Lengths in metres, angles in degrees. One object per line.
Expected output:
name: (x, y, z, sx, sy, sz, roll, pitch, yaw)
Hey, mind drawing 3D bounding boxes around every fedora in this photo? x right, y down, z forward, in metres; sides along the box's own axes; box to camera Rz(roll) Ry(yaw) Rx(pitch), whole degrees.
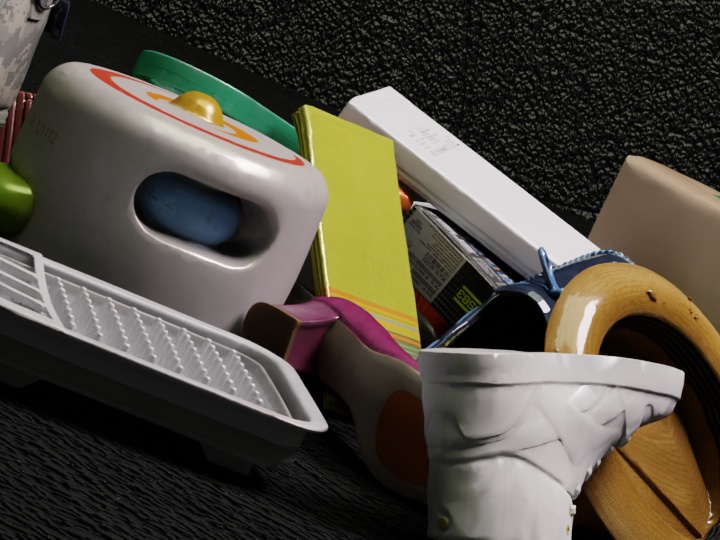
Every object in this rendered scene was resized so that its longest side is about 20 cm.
fedora: (0.152, 0.098, 1.578, 0.200, 0.202, 0.082, 17, -29, -41)

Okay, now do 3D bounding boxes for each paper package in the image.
paper package: (0.232, 0.043, 1.936, 0.103, 0.192, 0.200, 18, 10, -31)

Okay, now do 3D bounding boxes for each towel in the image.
towel: (0.000, 0.000, 1.671, 0.018, 0.201, 0.086, -26, -32, 34)

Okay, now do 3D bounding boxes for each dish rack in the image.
dish rack: (-0.121, 0.044, 1.394, 0.199, 0.044, 0.172, 22, 7, -14)

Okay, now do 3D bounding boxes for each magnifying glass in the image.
magnifying glass: (-0.053, -0.085, 1.720, 0.199, 0.023, 0.080, 30, -8, -22)

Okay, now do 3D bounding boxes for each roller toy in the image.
roller toy: (-0.116, -0.037, 1.602, 0.182, 0.140, 0.200, 27, 7, 21)

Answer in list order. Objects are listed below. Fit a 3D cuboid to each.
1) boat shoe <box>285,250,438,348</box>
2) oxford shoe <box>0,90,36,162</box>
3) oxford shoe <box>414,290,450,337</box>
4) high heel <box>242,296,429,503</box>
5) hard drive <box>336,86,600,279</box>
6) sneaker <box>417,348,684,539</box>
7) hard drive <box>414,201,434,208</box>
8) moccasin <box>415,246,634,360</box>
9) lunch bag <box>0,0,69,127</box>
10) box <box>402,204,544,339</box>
boat shoe: (0.000, 0.007, 1.788, 0.200, 0.068, 0.075, 35, 17, -49)
oxford shoe: (-0.200, -0.074, 1.859, 0.199, 0.071, 0.075, 10, -10, 3)
oxford shoe: (0.037, 0.022, 1.925, 0.199, 0.071, 0.073, 32, 0, -10)
high heel: (0.026, 0.073, 1.525, 0.199, 0.068, 0.096, 28, 14, 40)
hard drive: (0.079, -0.047, 1.801, 0.200, 0.026, 0.132, 39, 13, 5)
sneaker: (0.097, 0.099, 1.428, 0.073, 0.116, 0.199, -1, -2, 41)
hard drive: (0.029, -0.017, 1.991, 0.199, 0.026, 0.132, 8, -20, 28)
moccasin: (0.103, 0.042, 1.633, 0.080, 0.068, 0.200, 34, 51, 23)
lunch bag: (-0.298, -0.149, 1.703, 0.199, 0.169, 0.139, 25, 8, 9)
box: (0.127, 0.045, 1.782, 0.200, 0.048, 0.193, 47, 14, 23)
